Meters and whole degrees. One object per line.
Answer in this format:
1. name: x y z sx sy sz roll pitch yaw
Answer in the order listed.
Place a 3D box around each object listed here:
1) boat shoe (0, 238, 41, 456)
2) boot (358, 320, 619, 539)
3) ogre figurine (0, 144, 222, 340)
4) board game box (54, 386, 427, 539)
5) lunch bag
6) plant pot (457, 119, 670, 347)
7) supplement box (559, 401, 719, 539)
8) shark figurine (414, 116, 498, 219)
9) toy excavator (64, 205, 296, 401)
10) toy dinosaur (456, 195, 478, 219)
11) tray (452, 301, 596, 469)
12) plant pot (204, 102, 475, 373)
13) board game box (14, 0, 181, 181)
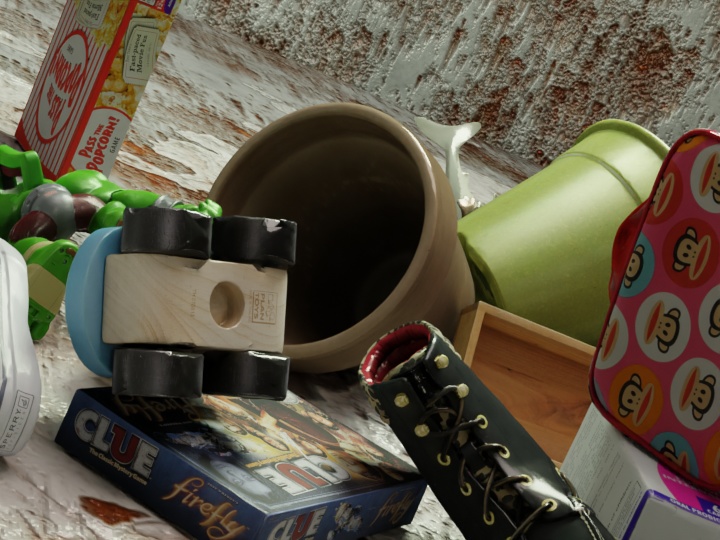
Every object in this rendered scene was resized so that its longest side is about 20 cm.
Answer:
1. boat shoe: -0.218 0.025 0.950 0.067 0.074 0.200 21 13 -28
2. boot: 0.071 0.116 1.002 0.154 0.073 0.204 52 -1 -16
3. ogre figurine: -0.200 -0.025 1.148 0.200 0.098 0.120 -35 40 -24
4. board game box: -0.061 0.109 1.009 0.135 0.035 0.200 30 12 23
5. lunch bag: 0.218 0.020 1.074 0.082 0.201 0.176 7 19 -40
6. plant pot: 0.158 -0.001 1.460 0.189 0.201 0.200 -21 35 -26
7. supplement box: 0.184 0.166 1.099 0.101 0.104 0.200 22 10 -7
8. shark figurine: 0.104 -0.057 1.963 0.089 0.215 0.128 -11 27 29
9. toy excavator: -0.114 0.022 1.027 0.199 0.100 0.194 0 -5 43
10. toy dinosaur: 0.096 0.029 1.618 0.200 0.086 0.136 50 -24 20
11. tray: 0.156 0.106 1.314 0.199 0.099 0.037 22 -19 -17
12. plant pot: 0.000 0.000 1.329 0.200 0.201 0.175 32 -5 34
13. board game box: -0.230 -0.178 1.545 0.046 0.201 0.151 17 13 -30
